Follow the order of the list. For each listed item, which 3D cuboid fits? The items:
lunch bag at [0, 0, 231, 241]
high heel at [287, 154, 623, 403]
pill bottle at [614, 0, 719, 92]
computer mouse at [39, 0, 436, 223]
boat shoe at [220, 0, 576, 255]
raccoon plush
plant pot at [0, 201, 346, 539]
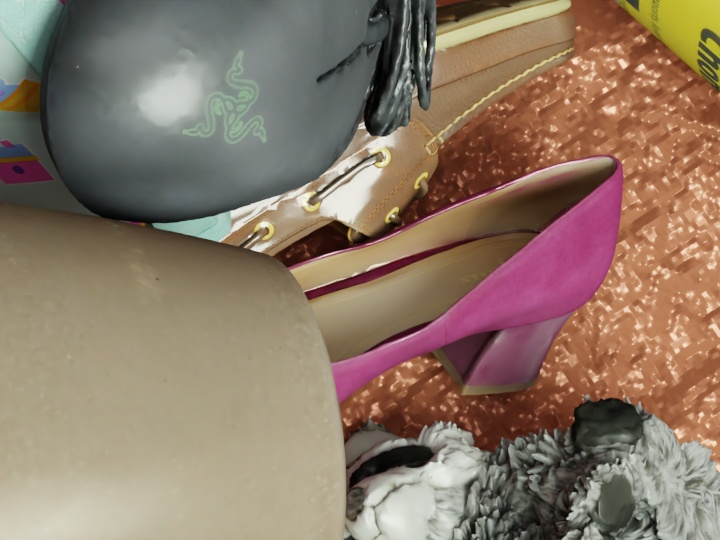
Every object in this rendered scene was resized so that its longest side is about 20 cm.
[{"bbox_3d":[-0.136,-0.092,0.793,0.200,0.170,0.122,32,75,32],"label":"lunch bag"},{"bbox_3d":[0.000,0.000,0.844,0.200,0.096,0.067,-7,41,-40],"label":"high heel"},{"bbox_3d":[0.183,-0.087,0.876,0.112,0.112,0.200,-39,65,-12],"label":"pill bottle"},{"bbox_3d":[-0.019,-0.076,0.756,0.053,0.200,0.139,14,120,28],"label":"computer mouse"},{"bbox_3d":[-0.008,-0.044,0.897,0.200,0.072,0.068,-26,102,-14],"label":"boat shoe"},{"bbox_3d":[0.073,0.120,0.892,0.200,0.134,0.097,44,58,-33],"label":"raccoon plush"},{"bbox_3d":[-0.103,0.054,0.693,0.175,0.200,0.200,-5,82,-20],"label":"plant pot"}]
